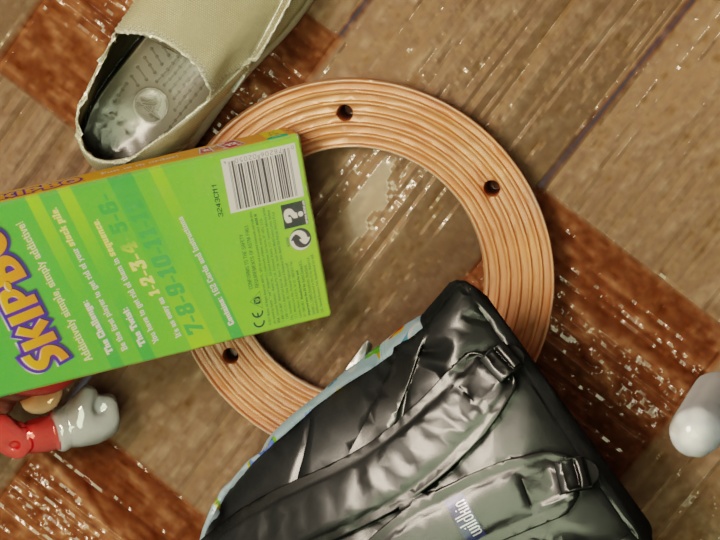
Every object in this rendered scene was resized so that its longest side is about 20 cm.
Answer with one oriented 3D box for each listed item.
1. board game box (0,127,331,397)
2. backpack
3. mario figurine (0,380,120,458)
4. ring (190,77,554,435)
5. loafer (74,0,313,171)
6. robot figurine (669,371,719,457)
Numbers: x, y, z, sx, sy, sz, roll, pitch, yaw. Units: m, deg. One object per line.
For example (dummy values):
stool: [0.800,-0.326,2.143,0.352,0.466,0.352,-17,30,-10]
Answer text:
board game box: [-0.119,-0.002,1.410,0.200,0.030,0.096,-14,105,-16]
backpack: [0.020,0.124,1.405,0.200,0.154,0.163,-36,83,2]
mario figurine: [-0.204,0.057,1.499,0.200,0.123,0.106,-39,51,26]
ring: [0.000,0.000,1.456,0.200,0.019,0.201,3,105,11]
loafer: [-0.077,-0.121,1.416,0.076,0.068,0.200,32,108,3]
robot figurine: [0.229,0.069,1.326,0.169,0.200,0.113,-3,103,12]
